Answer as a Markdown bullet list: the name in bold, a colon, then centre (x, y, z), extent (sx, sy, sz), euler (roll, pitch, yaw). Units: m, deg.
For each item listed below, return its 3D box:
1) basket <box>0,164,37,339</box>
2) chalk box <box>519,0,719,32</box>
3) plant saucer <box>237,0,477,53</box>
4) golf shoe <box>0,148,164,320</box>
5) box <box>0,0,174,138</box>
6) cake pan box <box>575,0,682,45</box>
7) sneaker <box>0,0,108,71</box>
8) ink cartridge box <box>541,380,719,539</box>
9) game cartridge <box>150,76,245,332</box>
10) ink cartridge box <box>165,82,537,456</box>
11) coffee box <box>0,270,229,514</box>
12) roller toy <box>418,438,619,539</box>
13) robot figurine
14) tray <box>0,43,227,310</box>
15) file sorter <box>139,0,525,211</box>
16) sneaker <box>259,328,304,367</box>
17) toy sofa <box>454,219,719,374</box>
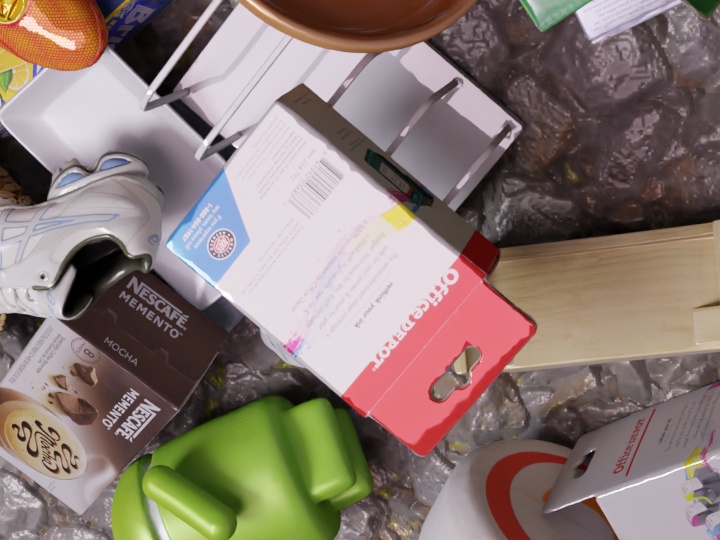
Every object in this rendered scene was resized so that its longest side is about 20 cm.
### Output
- **basket**: centre (-0.344, -0.007, 1.273), extent (0.149, 0.142, 0.201), euler (46, 129, 34)
- **chalk box**: centre (0.131, -0.222, 0.965), extent (0.123, 0.125, 0.201), euler (-30, 99, 31)
- **plant saucer**: centre (-0.010, -0.220, 1.060), extent (0.200, 0.200, 0.037), euler (40, 157, 0)
- **golf shoe**: centre (-0.220, -0.001, 1.164), extent (0.199, 0.098, 0.078), euler (-28, 136, 13)
- **box**: centre (-0.206, -0.168, 1.209), extent (0.200, 0.070, 0.065), euler (-36, 84, 30)
- **cake pan box**: centre (0.177, -0.254, 1.032), extent (0.199, 0.052, 0.185), euler (-24, 100, 29)
- **sneaker**: centre (-0.253, -0.187, 1.133), extent (0.199, 0.077, 0.073), euler (32, 111, 7)
- **ink cartridge box**: centre (0.229, 0.128, 1.147), extent (0.199, 0.115, 0.068), euler (-24, 102, 30)
- **game cartridge**: centre (-0.120, -0.026, 1.265), extent (0.133, 0.040, 0.200), euler (40, 121, 5)
- **ink cartridge box**: centre (0.000, 0.000, 1.042), extent (0.200, 0.067, 0.116), euler (41, 108, 0)
- **coffee box**: centre (-0.194, 0.082, 1.281), extent (0.113, 0.080, 0.200), euler (38, 139, -7)
- **roller toy**: centre (0.122, 0.221, 1.195), extent (0.198, 0.183, 0.140), euler (11, 123, -23)
- **robot figurine**: centre (-0.093, 0.166, 1.279), extent (0.199, 0.175, 0.117), euler (-25, 71, 10)
- **tray**: centre (-0.144, -0.069, 1.205), extent (0.107, 0.022, 0.200), euler (-35, 108, 31)
- **file sorter**: centre (-0.019, -0.096, 1.123), extent (0.200, 0.125, 0.139), euler (40, 107, 0)
- **sneaker**: centre (-0.049, 0.027, 1.206), extent (0.086, 0.075, 0.200), euler (-12, 139, 38)
- **toy sofa**: centre (0.161, 0.019, 1.155), extent (0.198, 0.097, 0.084), euler (-7, 86, 25)
